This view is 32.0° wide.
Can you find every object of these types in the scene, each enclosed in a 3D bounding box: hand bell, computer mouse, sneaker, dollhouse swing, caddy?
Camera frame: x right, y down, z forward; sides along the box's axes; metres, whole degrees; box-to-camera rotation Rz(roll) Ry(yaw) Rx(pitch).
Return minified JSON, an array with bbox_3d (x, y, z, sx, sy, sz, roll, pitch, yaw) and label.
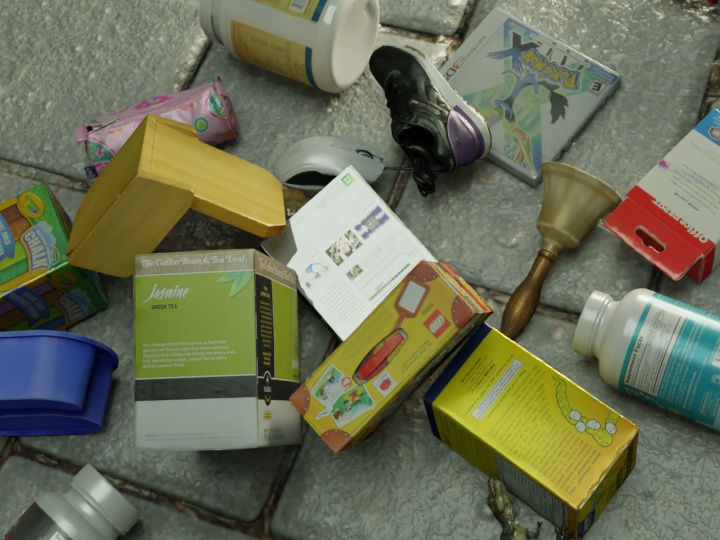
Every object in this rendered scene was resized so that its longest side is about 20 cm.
[{"bbox_3d":[0.208,-0.009,1.420,0.103,0.104,0.202,24,80,21],"label":"hand bell"},{"bbox_3d":[-0.008,-0.133,1.513,0.196,0.044,0.111,-2,46,0],"label":"computer mouse"},{"bbox_3d":[0.063,-0.196,1.503,0.087,0.076,0.200,-28,59,-29],"label":"sneaker"},{"bbox_3d":[-0.207,-0.060,1.432,0.182,0.175,0.201,-48,22,15],"label":"dollhouse swing"},{"bbox_3d":[-0.372,0.117,1.417,0.196,0.142,0.107,-3,64,8],"label":"caddy"}]

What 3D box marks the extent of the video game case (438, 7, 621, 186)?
[{"bbox_3d":[0.191,-0.220,1.559,0.199,0.022,0.183,34,73,25],"label":"video game case"}]

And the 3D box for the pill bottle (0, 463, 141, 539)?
[{"bbox_3d":[-0.327,0.306,1.323,0.110,0.111,0.200,35,73,25],"label":"pill bottle"}]

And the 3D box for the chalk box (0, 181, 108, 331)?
[{"bbox_3d":[-0.385,-0.007,1.495,0.198,0.124,0.126,-28,61,-5],"label":"chalk box"}]

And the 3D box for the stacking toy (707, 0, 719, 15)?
[{"bbox_3d":[0.389,-0.397,1.584,0.198,0.110,0.117,14,67,30],"label":"stacking toy"}]

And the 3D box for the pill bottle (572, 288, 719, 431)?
[{"bbox_3d":[0.326,0.088,1.317,0.198,0.111,0.112,22,68,21],"label":"pill bottle"}]

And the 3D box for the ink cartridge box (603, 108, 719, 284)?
[{"bbox_3d":[0.378,-0.072,1.418,0.200,0.068,0.116,-42,62,-13],"label":"ink cartridge box"}]

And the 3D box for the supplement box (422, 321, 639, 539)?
[{"bbox_3d":[0.177,0.167,1.304,0.199,0.109,0.110,35,73,24],"label":"supplement box"}]

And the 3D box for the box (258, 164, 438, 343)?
[{"bbox_3d":[0.000,0.000,1.436,0.144,0.036,0.200,-40,76,-6],"label":"box"}]

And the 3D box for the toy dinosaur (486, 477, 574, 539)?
[{"bbox_3d":[0.172,0.301,1.259,0.088,0.047,0.203,-33,52,43],"label":"toy dinosaur"}]

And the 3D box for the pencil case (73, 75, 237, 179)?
[{"bbox_3d":[-0.256,-0.178,1.586,0.197,0.088,0.088,-18,60,0],"label":"pencil case"}]

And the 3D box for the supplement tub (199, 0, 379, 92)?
[{"bbox_3d":[-0.090,-0.322,1.596,0.198,0.145,0.146,23,68,21],"label":"supplement tub"}]

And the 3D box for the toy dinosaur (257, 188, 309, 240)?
[{"bbox_3d":[-0.103,-0.064,1.523,0.196,0.059,0.102,-6,46,-1],"label":"toy dinosaur"}]

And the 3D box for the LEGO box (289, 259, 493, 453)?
[{"bbox_3d":[0.036,0.086,1.309,0.077,0.149,0.200,46,99,10],"label":"LEGO box"}]

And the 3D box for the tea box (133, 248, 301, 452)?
[{"bbox_3d":[-0.145,0.088,1.324,0.131,0.200,0.200,-2,82,9],"label":"tea box"}]
